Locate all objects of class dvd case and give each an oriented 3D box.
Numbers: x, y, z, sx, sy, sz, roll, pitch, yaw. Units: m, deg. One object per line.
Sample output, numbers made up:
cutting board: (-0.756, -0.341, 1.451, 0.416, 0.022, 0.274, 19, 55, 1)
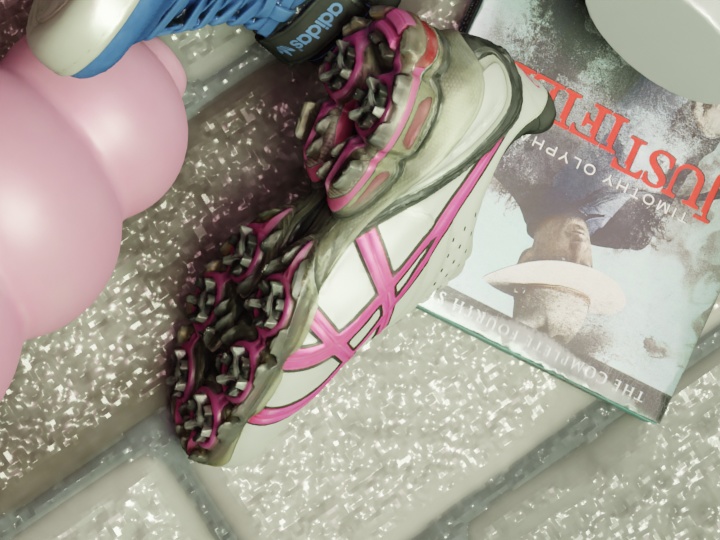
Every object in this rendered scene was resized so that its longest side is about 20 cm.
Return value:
dvd case: (0.099, -0.058, 1.130, 0.146, 0.022, 0.200, 27, 86, -14)

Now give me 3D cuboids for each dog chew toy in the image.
dog chew toy: (-0.145, -0.018, 1.023, 0.200, 0.124, 0.125, -41, 101, -17)

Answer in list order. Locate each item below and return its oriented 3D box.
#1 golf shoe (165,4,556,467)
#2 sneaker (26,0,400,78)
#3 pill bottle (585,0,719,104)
golf shoe: (0.000, 0.000, 1.060, 0.092, 0.073, 0.200, 18, 117, -32)
sneaker: (-0.039, -0.109, 1.028, 0.111, 0.077, 0.200, 45, 38, -15)
pill bottle: (0.171, -0.161, 1.085, 0.104, 0.104, 0.200, 43, 70, -12)
